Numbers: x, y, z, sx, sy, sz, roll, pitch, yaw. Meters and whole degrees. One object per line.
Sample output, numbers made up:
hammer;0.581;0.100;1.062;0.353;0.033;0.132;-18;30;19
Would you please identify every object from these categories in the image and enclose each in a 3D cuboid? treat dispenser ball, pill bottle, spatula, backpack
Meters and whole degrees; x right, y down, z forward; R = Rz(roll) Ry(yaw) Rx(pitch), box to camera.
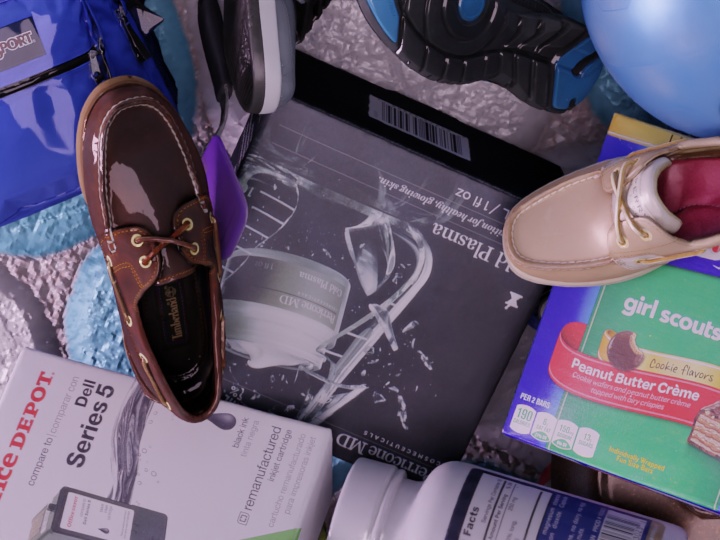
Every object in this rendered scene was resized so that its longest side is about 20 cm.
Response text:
treat dispenser ball;0.225;-0.172;1.400;0.199;0.201;0.202;0;107;0
pill bottle;0.082;0.176;1.426;0.199;0.111;0.112;16;107;10
spatula;-0.085;-0.093;1.439;0.020;0.201;0.057;9;138;-16
backpack;-0.199;-0.140;1.427;0.162;0.168;0.201;-23;105;-6

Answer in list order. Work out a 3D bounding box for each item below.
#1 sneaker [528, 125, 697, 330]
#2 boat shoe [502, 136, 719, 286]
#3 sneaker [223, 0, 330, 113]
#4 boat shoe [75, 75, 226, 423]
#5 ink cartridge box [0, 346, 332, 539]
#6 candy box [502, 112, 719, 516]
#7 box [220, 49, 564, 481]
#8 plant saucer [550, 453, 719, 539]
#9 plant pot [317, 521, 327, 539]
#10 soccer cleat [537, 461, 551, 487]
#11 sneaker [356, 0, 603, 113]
sneaker;0.163;0.004;1.518;0.114;0.081;0.201;7;109;-5
boat shoe;0.169;-0.040;1.362;0.199;0.069;0.074;-14;76;14
sneaker;-0.018;-0.176;1.425;0.120;0.201;0.084;3;151;-12
boat shoe;-0.109;-0.009;1.373;0.070;0.070;0.201;-18;120;-12
ink cartridge box;-0.130;0.147;1.445;0.199;0.146;0.084;14;148;9
candy box;0.198;0.031;1.419;0.168;0.077;0.201;19;86;19
box;0.000;0.000;1.495;0.199;0.124;0.197;23;108;-7
plant saucer;0.212;0.126;1.474;0.199;0.037;0.202;0;92;10
plant pot;-0.097;0.220;1.544;0.189;0.200;0.201;-29;106;-5
soccer cleat;0.209;0.138;1.562;0.199;0.077;0.067;-8;107;3
sneaker;0.054;-0.147;1.425;0.200;0.082;0.073;24;98;-46
